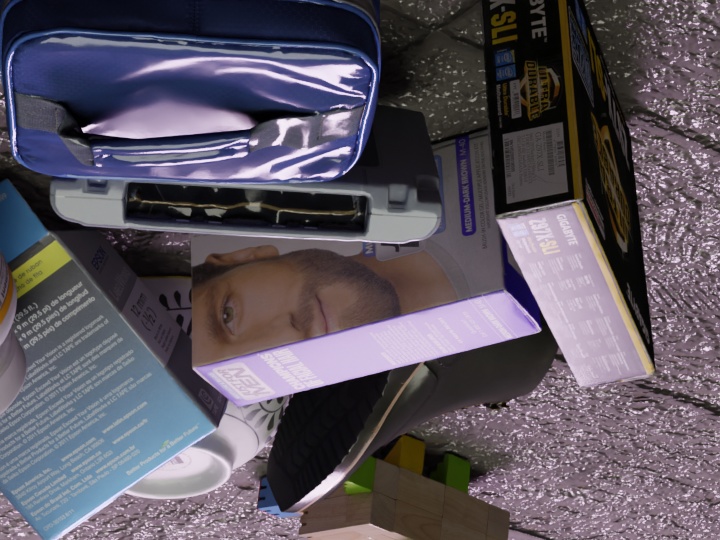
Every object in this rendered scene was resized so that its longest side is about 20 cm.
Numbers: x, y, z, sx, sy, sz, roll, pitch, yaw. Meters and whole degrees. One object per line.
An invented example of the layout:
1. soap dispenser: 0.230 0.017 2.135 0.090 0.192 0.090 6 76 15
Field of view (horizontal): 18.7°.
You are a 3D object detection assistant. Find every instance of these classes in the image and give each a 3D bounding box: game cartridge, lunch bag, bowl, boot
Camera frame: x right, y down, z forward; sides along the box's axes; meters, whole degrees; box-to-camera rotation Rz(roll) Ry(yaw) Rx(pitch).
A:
1. game cartridge: -0.061 -0.059 1.160 0.199 0.133 0.041 3 118 -5
2. lunch bag: -0.088 -0.114 1.051 0.199 0.133 0.136 0 151 -6
3. bowl: -0.129 0.092 1.455 0.200 0.095 0.201 -2 150 -1
4. boot: 0.041 0.091 1.441 0.138 0.078 0.200 16 124 -38

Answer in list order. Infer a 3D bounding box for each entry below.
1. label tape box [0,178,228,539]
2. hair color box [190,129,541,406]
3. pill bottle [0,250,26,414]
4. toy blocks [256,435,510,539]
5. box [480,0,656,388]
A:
1. label tape box: -0.197 0.048 1.343 0.143 0.066 0.200 -34 104 18
2. hair color box: 0.000 0.000 1.287 0.199 0.110 0.065 -16 148 21
3. pill bottle: -0.257 -0.002 1.210 0.112 0.113 0.200 -9 134 11
4. toy blocks: 0.013 0.196 1.674 0.136 0.100 0.200 -15 150 43
5. box: 0.110 -0.053 1.152 0.049 0.160 0.200 -11 149 13
